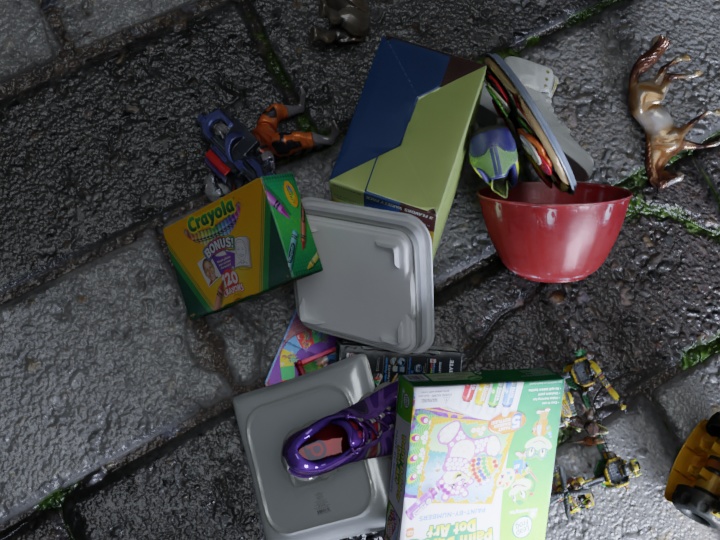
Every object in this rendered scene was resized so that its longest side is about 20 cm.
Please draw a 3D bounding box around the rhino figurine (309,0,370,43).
[{"bbox_3d":[-0.027,-0.410,1.228,0.086,0.060,0.205,5,75,-27],"label":"rhino figurine"}]

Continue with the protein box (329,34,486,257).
[{"bbox_3d":[0.058,-0.139,1.097,0.132,0.200,0.202,18,74,8],"label":"protein box"}]

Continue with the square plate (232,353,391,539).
[{"bbox_3d":[-0.056,0.223,1.043,0.197,0.028,0.202,-20,78,23],"label":"square plate"}]

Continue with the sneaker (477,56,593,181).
[{"bbox_3d":[0.258,-0.219,1.212,0.199,0.074,0.116,36,75,11],"label":"sneaker"}]

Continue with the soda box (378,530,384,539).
[{"bbox_3d":[0.106,0.254,1.041,0.068,0.064,0.202,35,85,-9],"label":"soda box"}]

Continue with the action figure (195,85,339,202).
[{"bbox_3d":[-0.116,-0.137,1.135,0.191,0.105,0.201,-32,59,-9],"label":"action figure"}]

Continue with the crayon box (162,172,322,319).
[{"bbox_3d":[-0.144,-0.026,1.051,0.058,0.198,0.121,-15,86,-50],"label":"crayon box"}]

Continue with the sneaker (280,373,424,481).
[{"bbox_3d":[0.008,0.177,0.965,0.197,0.084,0.082,-25,82,-13],"label":"sneaker"}]

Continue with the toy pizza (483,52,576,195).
[{"bbox_3d":[0.200,-0.173,1.074,0.031,0.200,0.203,-32,83,8],"label":"toy pizza"}]

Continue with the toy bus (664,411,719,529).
[{"bbox_3d":[0.510,0.284,1.085,0.191,0.200,0.137,37,75,-6],"label":"toy bus"}]

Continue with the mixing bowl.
[{"bbox_3d":[0.248,-0.049,1.136,0.195,0.200,0.111,-3,102,-9],"label":"mixing bowl"}]

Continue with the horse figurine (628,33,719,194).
[{"bbox_3d":[0.438,-0.227,1.256,0.130,0.050,0.203,-24,90,4],"label":"horse figurine"}]

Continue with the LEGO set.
[{"bbox_3d":[0.274,0.202,1.103,0.150,0.116,0.205,-7,78,-10],"label":"LEGO set"}]

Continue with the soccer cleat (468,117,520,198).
[{"bbox_3d":[0.170,-0.126,1.103,0.063,0.200,0.086,-12,80,11],"label":"soccer cleat"}]

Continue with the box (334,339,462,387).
[{"bbox_3d":[0.040,0.193,1.084,0.155,0.046,0.205,4,91,-8],"label":"box"}]

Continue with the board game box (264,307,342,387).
[{"bbox_3d":[-0.028,0.117,1.117,0.155,0.039,0.203,24,74,-2],"label":"board game box"}]

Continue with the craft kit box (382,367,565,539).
[{"bbox_3d":[0.126,0.213,0.975,0.196,0.048,0.202,-1,104,-24],"label":"craft kit box"}]

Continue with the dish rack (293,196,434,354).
[{"bbox_3d":[-0.008,0.011,1.031,0.043,0.197,0.176,-30,124,-50],"label":"dish rack"}]
